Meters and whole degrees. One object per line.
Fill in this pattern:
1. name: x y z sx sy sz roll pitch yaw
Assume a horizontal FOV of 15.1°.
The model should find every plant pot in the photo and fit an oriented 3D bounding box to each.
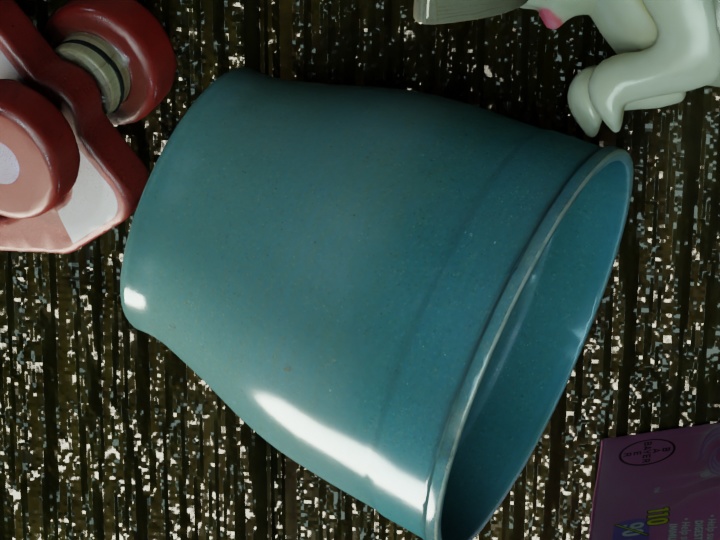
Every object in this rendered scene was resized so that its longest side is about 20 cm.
1. plant pot: 0.000 0.000 1.254 0.187 0.200 0.201 25 115 15

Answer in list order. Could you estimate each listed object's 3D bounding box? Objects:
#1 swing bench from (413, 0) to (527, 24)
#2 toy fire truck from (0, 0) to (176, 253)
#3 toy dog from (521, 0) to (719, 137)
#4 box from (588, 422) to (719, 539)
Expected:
1. swing bench: 0.001 -0.222 1.129 0.199 0.130 0.200 17 110 36
2. toy fire truck: -0.197 -0.091 1.298 0.168 0.112 0.200 -26 107 44
3. toy dog: 0.149 -0.141 1.193 0.199 0.140 0.195 21 101 0
4. box: 0.212 0.146 1.278 0.199 0.176 0.097 -8 112 13
